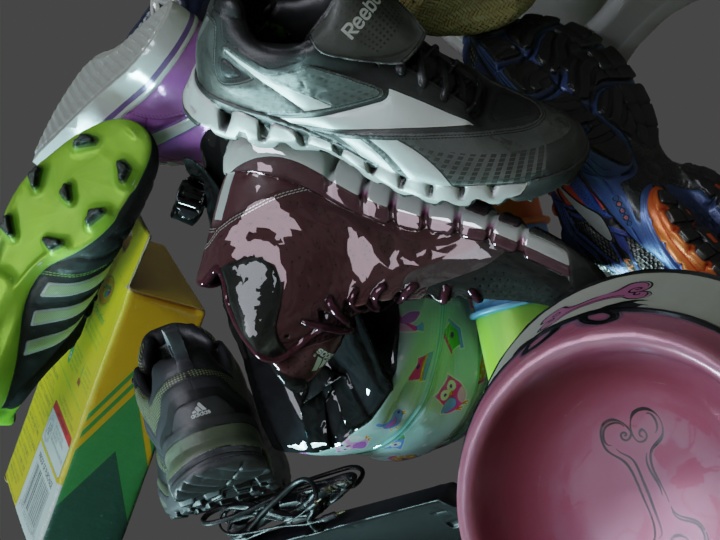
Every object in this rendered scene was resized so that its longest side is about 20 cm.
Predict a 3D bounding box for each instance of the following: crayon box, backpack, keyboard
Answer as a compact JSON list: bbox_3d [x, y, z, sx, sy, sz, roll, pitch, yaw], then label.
[{"bbox_3d":[-0.146,0.059,1.628,0.127,0.051,0.201,-127,56,-67],"label":"crayon box"},{"bbox_3d":[0.000,0.000,1.473,0.167,0.126,0.201,-34,62,45],"label":"backpack"},{"bbox_3d":[-0.004,0.136,1.487,0.200,0.104,0.040,-19,43,40],"label":"keyboard"}]

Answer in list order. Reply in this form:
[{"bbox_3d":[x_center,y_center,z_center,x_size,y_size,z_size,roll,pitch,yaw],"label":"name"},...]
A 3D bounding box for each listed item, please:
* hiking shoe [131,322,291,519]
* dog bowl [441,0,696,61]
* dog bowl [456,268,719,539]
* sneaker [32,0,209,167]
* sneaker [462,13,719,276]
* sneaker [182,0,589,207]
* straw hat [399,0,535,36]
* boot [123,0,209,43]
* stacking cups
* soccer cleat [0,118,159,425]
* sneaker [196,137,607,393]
[{"bbox_3d":[-0.082,0.077,1.523,0.200,0.075,0.101,121,135,-80],"label":"hiking shoe"},{"bbox_3d":[0.105,-0.186,1.444,0.200,0.059,0.201,-7,79,43],"label":"dog bowl"},{"bbox_3d":[0.133,0.103,1.274,0.199,0.074,0.201,3,98,23],"label":"dog bowl"},{"bbox_3d":[-0.113,-0.077,1.620,0.200,0.114,0.073,-23,38,60],"label":"sneaker"},{"bbox_3d":[0.115,-0.043,1.370,0.200,0.075,0.078,50,134,12],"label":"sneaker"},{"bbox_3d":[0.011,-0.089,1.303,0.199,0.067,0.091,15,134,12],"label":"sneaker"},{"bbox_3d":[0.047,-0.160,1.361,0.201,0.201,0.085,2,117,45],"label":"straw hat"},{"bbox_3d":[-0.100,-0.167,1.621,0.200,0.090,0.073,-43,56,32],"label":"boot"},{"bbox_3d":[0.081,-0.001,1.420,0.060,0.060,0.201,-17,80,42],"label":"stacking cups"},{"bbox_3d":[-0.174,0.002,1.581,0.067,0.081,0.200,38,97,25],"label":"soccer cleat"},{"bbox_3d":[0.012,0.014,1.355,0.199,0.076,0.116,20,86,13],"label":"sneaker"}]
